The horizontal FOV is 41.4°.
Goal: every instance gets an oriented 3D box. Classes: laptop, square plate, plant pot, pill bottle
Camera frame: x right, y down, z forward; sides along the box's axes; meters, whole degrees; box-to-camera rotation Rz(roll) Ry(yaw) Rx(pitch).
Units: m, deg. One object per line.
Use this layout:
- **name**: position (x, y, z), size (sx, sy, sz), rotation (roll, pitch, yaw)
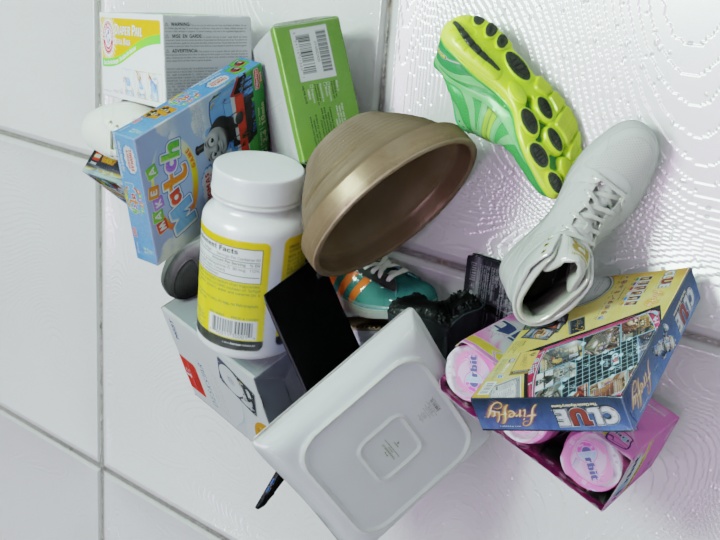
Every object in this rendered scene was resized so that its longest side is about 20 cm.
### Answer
- **laptop**: position (-0.073, 0.111, 0.994), size (0.103, 0.177, 0.200), rotation (32, 110, 6)
- **square plate**: position (0.024, 0.167, 0.931), size (0.200, 0.198, 0.028), rotation (55, 171, -33)
- **plant pot**: position (0.011, -0.092, 0.953), size (0.093, 0.200, 0.201), rotation (53, 128, 18)
- **pill bottle**: position (-0.114, -0.017, 1.015), size (0.114, 0.114, 0.201), rotation (25, 120, 32)

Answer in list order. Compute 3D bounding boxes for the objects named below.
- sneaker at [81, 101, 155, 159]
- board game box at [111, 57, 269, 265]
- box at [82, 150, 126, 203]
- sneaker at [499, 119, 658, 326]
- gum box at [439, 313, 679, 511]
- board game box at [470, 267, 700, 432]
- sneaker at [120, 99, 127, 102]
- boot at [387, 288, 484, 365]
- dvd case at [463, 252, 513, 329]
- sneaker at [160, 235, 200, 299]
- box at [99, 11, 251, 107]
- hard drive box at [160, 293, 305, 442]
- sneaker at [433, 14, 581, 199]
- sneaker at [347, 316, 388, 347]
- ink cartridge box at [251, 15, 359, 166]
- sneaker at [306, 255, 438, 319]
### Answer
- **sneaker**: position (-0.254, -0.150, 1.108), size (0.199, 0.085, 0.073), rotation (11, 115, 20)
- **board game box**: position (-0.173, -0.120, 1.023), size (0.036, 0.200, 0.152), rotation (21, 132, 27)
- **box**: position (-0.238, -0.086, 1.203), size (0.199, 0.137, 0.040), rotation (20, 76, 34)
- **sneaker**: position (0.202, -0.035, 0.844), size (0.074, 0.116, 0.200), rotation (32, 109, -8)
- **gum box**: position (0.183, 0.123, 0.903), size (0.200, 0.113, 0.066), rotation (35, 121, 27)
- **board game box**: position (0.198, 0.066, 0.821), size (0.135, 0.200, 0.035), rotation (-7, 115, 39)
- **sneaker**: position (-0.206, -0.175, 1.170), size (0.199, 0.078, 0.082), rotation (22, 127, 11)
- **boot**: position (0.035, 0.110, 0.978), size (0.076, 0.199, 0.169), rotation (-137, 39, -63)
- **dvd case**: position (0.188, 0.077, 0.972), size (0.199, 0.016, 0.149), rotation (18, 111, 35)
- **sneaker**: position (-0.152, -0.016, 1.117), size (0.200, 0.073, 0.082), rotation (-34, 59, 18)
- **box**: position (-0.223, -0.252, 1.128), size (0.200, 0.112, 0.102), rotation (23, 116, 53)
- **hard drive box**: position (-0.139, 0.121, 1.155), size (0.200, 0.077, 0.156), rotation (29, 143, 43)
- **sneaker**: position (0.142, -0.155, 0.927), size (0.200, 0.074, 0.084), rotation (57, 155, 8)
- **sneaker**: position (-0.034, 0.111, 1.126), size (0.199, 0.070, 0.109), rotation (1, 100, 36)
- **ink cartridge box**: position (-0.071, -0.191, 1.085), size (0.200, 0.075, 0.149), rotation (-176, 73, -73)
- **sneaker**: position (0.000, 0.000, 1.069), size (0.199, 0.071, 0.080), rotation (12, 113, 38)
